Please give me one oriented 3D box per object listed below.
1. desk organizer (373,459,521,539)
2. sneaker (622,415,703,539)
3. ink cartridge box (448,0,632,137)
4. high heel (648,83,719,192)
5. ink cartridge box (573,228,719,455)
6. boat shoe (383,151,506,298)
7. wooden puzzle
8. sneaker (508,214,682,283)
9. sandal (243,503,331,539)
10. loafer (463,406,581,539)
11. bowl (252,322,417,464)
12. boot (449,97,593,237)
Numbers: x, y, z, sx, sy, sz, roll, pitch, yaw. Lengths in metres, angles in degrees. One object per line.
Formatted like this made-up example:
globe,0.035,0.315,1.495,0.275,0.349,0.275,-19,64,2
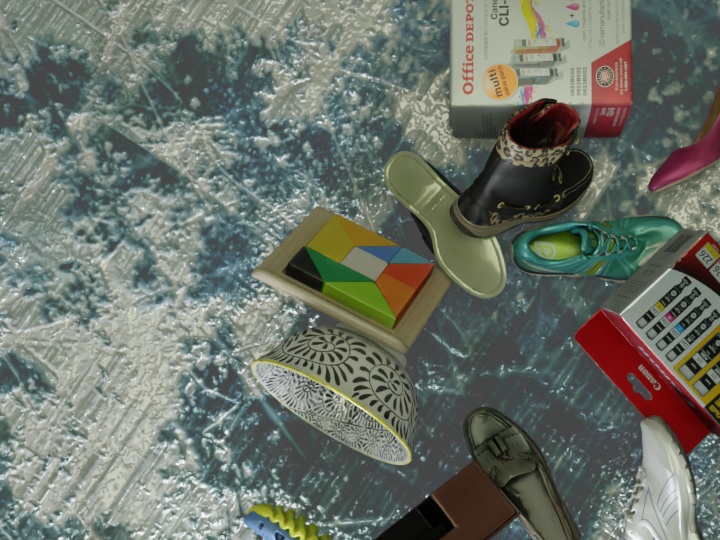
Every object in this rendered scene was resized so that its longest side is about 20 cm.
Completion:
desk organizer,0.069,0.297,1.296,0.200,0.072,0.077,-33,78,-24
sneaker,0.324,0.258,1.303,0.087,0.075,0.201,-10,92,12
ink cartridge box,0.198,-0.235,1.354,0.199,0.145,0.146,0,83,6
high heel,0.389,-0.172,1.361,0.200,0.067,0.096,-35,90,-5
ink cartridge box,0.364,0.087,1.303,0.176,0.084,0.200,-44,96,0
boat shoe,0.104,-0.052,1.379,0.075,0.066,0.199,-46,74,12
wooden puzzle,0.000,0.000,1.323,0.185,0.200,0.037,27,120,8
sneaker,0.268,-0.025,1.352,0.199,0.080,0.078,-6,82,3
sandal,-0.054,0.337,1.339,0.200,0.079,0.087,36,91,10
loafer,0.184,0.238,1.333,0.072,0.063,0.200,-34,81,0
bowl,-0.010,0.118,1.308,0.200,0.201,0.094,29,70,9
boot,0.200,-0.120,1.305,0.200,0.151,0.073,-19,63,-29
